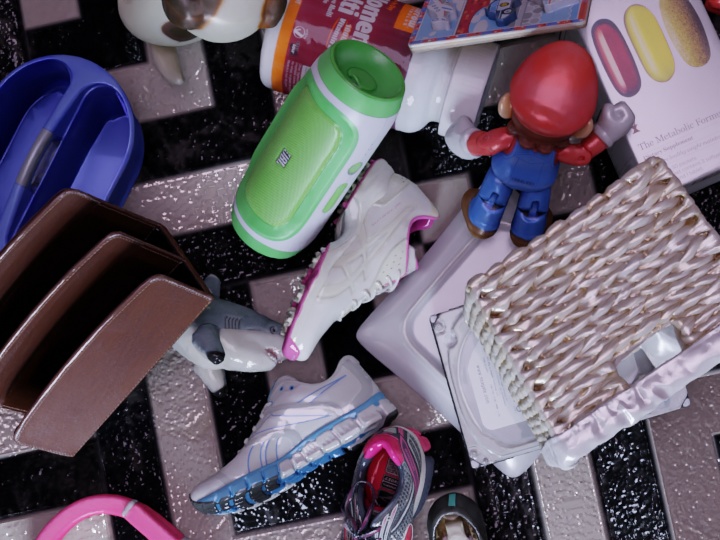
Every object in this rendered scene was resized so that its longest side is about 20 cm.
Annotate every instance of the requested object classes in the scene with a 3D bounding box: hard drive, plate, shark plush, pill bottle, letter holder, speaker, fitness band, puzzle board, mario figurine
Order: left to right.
[{"bbox_3d":[-0.252,0.045,1.223,0.200,0.142,0.101,-47,56,12],"label":"letter holder"},{"bbox_3d":[-0.208,0.293,1.284,0.200,0.037,0.144,41,88,8],"label":"fitness band"},{"bbox_3d":[-0.153,0.032,1.313,0.199,0.091,0.083,35,67,27],"label":"shark plush"},{"bbox_3d":[-0.039,-0.102,1.240,0.088,0.088,0.200,41,128,7],"label":"speaker"},{"bbox_3d":[0.018,-0.188,1.282,0.198,0.110,0.111,18,85,6],"label":"pill bottle"},{"bbox_3d":[0.130,0.049,1.290,0.200,0.032,0.200,41,87,6],"label":"plate"},{"bbox_3d":[0.130,-0.253,1.240,0.149,0.201,0.018,-6,126,20],"label":"puzzle board"},{"bbox_3d":[0.151,-0.117,1.213,0.122,0.201,0.106,-14,55,-27],"label":"mario figurine"},{"bbox_3d":[0.172,0.079,1.250,0.198,0.038,0.141,-15,84,1],"label":"hard drive"}]

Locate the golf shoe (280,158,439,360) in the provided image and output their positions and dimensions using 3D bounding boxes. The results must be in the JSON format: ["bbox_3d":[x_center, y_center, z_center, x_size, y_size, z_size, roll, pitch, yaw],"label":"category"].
[{"bbox_3d":[0.000,0.000,1.276,0.091,0.075,0.201,30,77,-4],"label":"golf shoe"}]

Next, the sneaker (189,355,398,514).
[{"bbox_3d":[-0.070,0.145,1.281,0.199,0.075,0.087,-30,73,-5],"label":"sneaker"}]

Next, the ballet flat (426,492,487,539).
[{"bbox_3d":[0.092,0.296,1.247,0.067,0.068,0.202,-14,83,4],"label":"ballet flat"}]

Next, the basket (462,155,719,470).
[{"bbox_3d":[0.194,0.039,1.135,0.197,0.200,0.162,-33,82,-1],"label":"basket"}]

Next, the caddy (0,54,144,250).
[{"bbox_3d":[-0.281,-0.093,1.293,0.140,0.105,0.201,26,86,7],"label":"caddy"}]

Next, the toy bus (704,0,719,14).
[{"bbox_3d":[0.354,-0.316,1.236,0.135,0.200,0.194,21,93,6],"label":"toy bus"}]

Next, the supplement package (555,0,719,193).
[{"bbox_3d":[0.258,-0.167,1.264,0.113,0.110,0.202,-24,83,1],"label":"supplement package"}]

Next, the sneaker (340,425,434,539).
[{"bbox_3d":[0.008,0.235,1.250,0.080,0.075,0.202,7,86,20],"label":"sneaker"}]

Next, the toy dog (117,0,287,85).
[{"bbox_3d":[-0.150,-0.256,1.244,0.138,0.200,0.196,6,100,-32],"label":"toy dog"}]
